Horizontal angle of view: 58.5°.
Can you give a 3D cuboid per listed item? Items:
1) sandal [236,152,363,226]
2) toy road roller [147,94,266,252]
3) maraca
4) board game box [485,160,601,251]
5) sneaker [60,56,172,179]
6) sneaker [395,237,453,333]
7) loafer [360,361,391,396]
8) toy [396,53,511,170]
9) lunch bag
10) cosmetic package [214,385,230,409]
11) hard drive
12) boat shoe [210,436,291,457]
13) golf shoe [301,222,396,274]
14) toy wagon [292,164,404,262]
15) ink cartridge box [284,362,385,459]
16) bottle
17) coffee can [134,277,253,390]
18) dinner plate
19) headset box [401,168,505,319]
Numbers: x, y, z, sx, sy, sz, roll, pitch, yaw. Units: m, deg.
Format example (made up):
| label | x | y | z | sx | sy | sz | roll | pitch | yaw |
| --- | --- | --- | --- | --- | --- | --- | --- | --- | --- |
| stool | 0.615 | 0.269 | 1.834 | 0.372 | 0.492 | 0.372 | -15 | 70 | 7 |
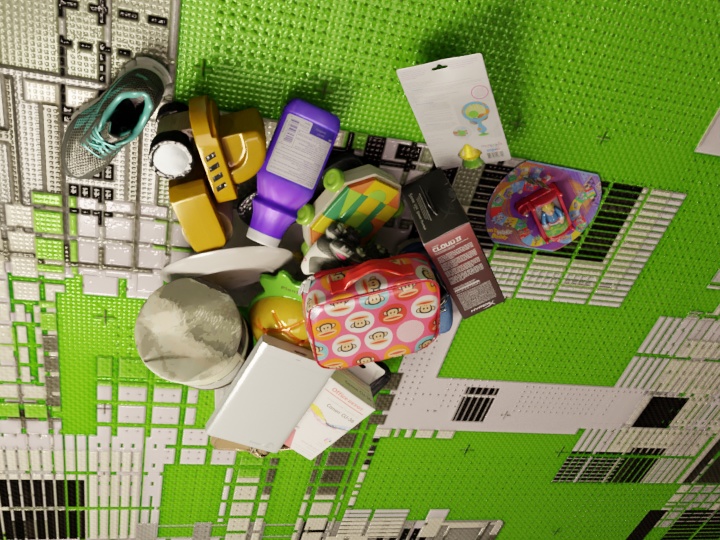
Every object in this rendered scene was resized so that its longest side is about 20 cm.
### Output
| label | x | y | z | sx | sy | sz | roll | pitch | yaw |
| --- | --- | --- | --- | --- | --- | --- | --- | --- | --- |
| sandal | -0.089 | -0.119 | 0.962 | 0.200 | 0.048 | 0.076 | -23 | 128 | -10 |
| toy road roller | -0.190 | -0.137 | 0.872 | 0.145 | 0.123 | 0.201 | -13 | 128 | -1 |
| maraca | -0.112 | 0.070 | 1.022 | 0.136 | 0.107 | 0.200 | 15 | 140 | -4 |
| board game box | 0.307 | -0.092 | 1.058 | 0.199 | 0.039 | 0.158 | 8 | 125 | -17 |
| sneaker | -0.325 | -0.185 | 0.828 | 0.077 | 0.091 | 0.200 | 35 | 114 | -30 |
| sneaker | 0.113 | 0.044 | 1.094 | 0.078 | 0.089 | 0.200 | -22 | 128 | 8 |
| loafer | -0.015 | 0.239 | 1.236 | 0.200 | 0.068 | 0.070 | -38 | 133 | 24 |
| toy | 0.138 | -0.227 | 0.908 | 0.115 | 0.047 | 0.200 | -4 | 143 | 23 |
| lunch bag | 0.015 | 0.053 | 0.927 | 0.199 | 0.082 | 0.177 | -11 | 136 | -6 |
| cosmetic package | -0.162 | 0.216 | 1.174 | 0.199 | 0.090 | 0.107 | 1 | 123 | -9 |
| hard drive | -0.144 | 0.201 | 1.025 | 0.131 | 0.026 | 0.200 | 23 | 114 | -25 |
| boat shoe | -0.196 | 0.329 | 1.267 | 0.199 | 0.065 | 0.072 | -9 | 128 | -5 |
| golf shoe | 0.000 | 0.000 | 0.988 | 0.088 | 0.077 | 0.200 | -39 | 131 | 24 |
| toy wagon | -0.026 | -0.073 | 0.976 | 0.155 | 0.040 | 0.200 | 17 | 124 | -47 |
| ink cartridge box | -0.058 | 0.225 | 1.110 | 0.200 | 0.068 | 0.116 | -42 | 120 | 16 |
| bottle | -0.099 | -0.131 | 0.886 | 0.083 | 0.065 | 0.201 | 21 | 95 | -15 |
| coffee can | -0.242 | 0.103 | 0.972 | 0.146 | 0.147 | 0.200 | -6 | 168 | -6 |
| dinner plate | -0.198 | 0.003 | 0.964 | 0.199 | 0.024 | 0.200 | -11 | 170 | -2 |
| headset box | 0.138 | -0.047 | 0.986 | 0.075 | 0.149 | 0.200 | -26 | 131 | 9 |
